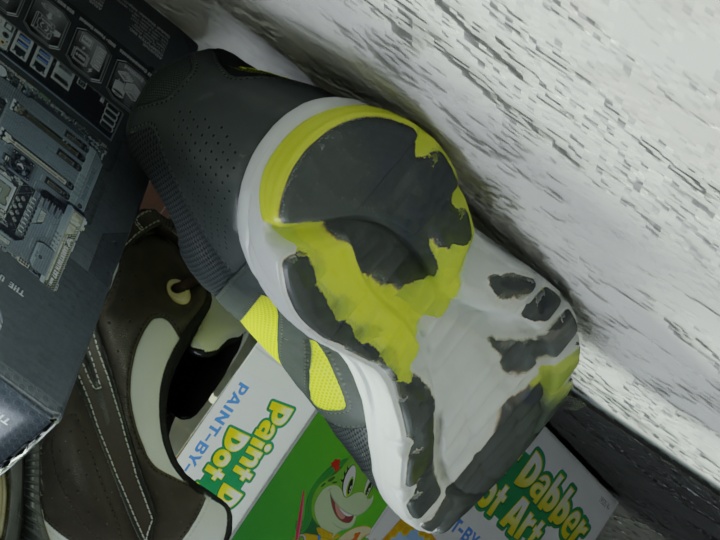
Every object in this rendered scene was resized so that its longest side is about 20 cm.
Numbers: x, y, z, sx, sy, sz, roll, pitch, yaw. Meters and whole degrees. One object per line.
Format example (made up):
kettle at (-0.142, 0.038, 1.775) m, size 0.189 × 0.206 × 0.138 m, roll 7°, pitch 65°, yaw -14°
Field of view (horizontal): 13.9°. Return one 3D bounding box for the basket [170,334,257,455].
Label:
basket at (-0.143, 0.049, 1.405) m, size 0.176 × 0.140 × 0.199 m, roll 39°, pitch 161°, yaw -35°

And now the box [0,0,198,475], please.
box at (-0.146, -0.058, 0.760) m, size 0.200 × 0.158 × 0.051 m, roll 37°, pitch 129°, yaw -19°

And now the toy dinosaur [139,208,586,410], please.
toy dinosaur at (-0.013, -0.001, 0.924) m, size 0.088 × 0.048 × 0.200 m, roll 19°, pitch 167°, yaw 41°

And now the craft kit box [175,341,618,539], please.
craft kit box at (-0.010, 0.119, 1.059) m, size 0.048 × 0.198 × 0.200 m, roll 25°, pitch 168°, yaw 37°

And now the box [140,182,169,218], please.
box at (-0.104, 0.012, 1.176) m, size 0.075 × 0.100 × 0.200 m, roll 34°, pitch 173°, yaw 1°

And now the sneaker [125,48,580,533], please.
sneaker at (0.000, 0.000, 0.816) m, size 0.085 × 0.074 × 0.200 m, roll 37°, pitch 165°, yaw 32°

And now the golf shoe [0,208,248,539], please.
golf shoe at (-0.081, 0.002, 0.879) m, size 0.094 × 0.201 × 0.078 m, roll -4°, pitch 165°, yaw -1°
